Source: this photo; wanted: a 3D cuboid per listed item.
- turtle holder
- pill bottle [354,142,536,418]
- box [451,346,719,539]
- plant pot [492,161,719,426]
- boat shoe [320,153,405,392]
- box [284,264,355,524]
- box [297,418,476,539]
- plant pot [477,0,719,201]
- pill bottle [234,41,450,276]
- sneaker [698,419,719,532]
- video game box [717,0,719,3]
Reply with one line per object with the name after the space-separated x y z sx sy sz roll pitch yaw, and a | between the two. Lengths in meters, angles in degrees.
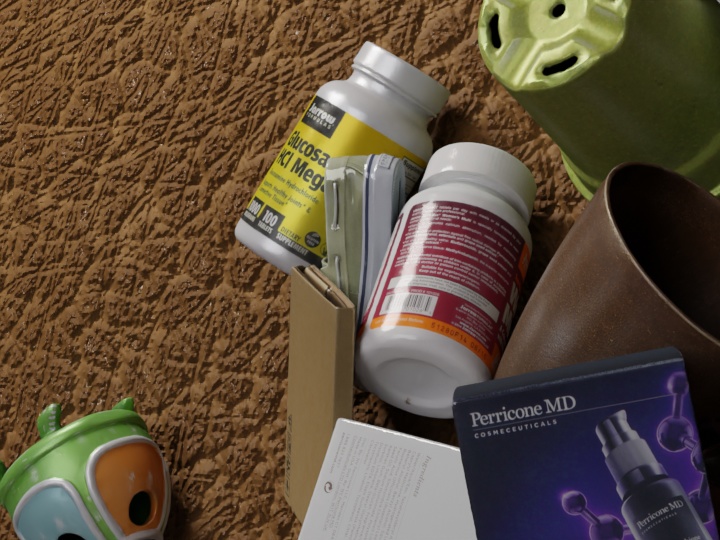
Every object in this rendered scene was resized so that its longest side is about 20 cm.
-0.248 0.207 1.611 0.185 0.141 0.132 -36 69 11 | turtle holder
0.071 0.005 1.433 0.110 0.110 0.200 -8 48 36 | pill bottle
0.146 0.158 1.155 0.148 0.104 0.200 -12 89 5 | box
0.185 0.058 1.314 0.200 0.187 0.187 -49 47 31 | plant pot
0.000 0.000 1.500 0.062 0.072 0.200 7 106 15 | boat shoe
-0.032 0.108 1.450 0.163 0.021 0.200 -141 52 -72 | box
0.083 0.193 1.337 0.200 0.152 0.106 11 78 42 | box
0.189 -0.159 1.383 0.200 0.184 0.200 -17 62 34 | plant pot
-0.011 -0.086 1.561 0.112 0.112 0.200 33 93 42 | pill bottle
0.217 0.191 1.233 0.076 0.116 0.200 -8 55 47 | sneaker
0.343 -0.229 1.327 0.182 0.047 0.200 -25 51 -7 | video game box
